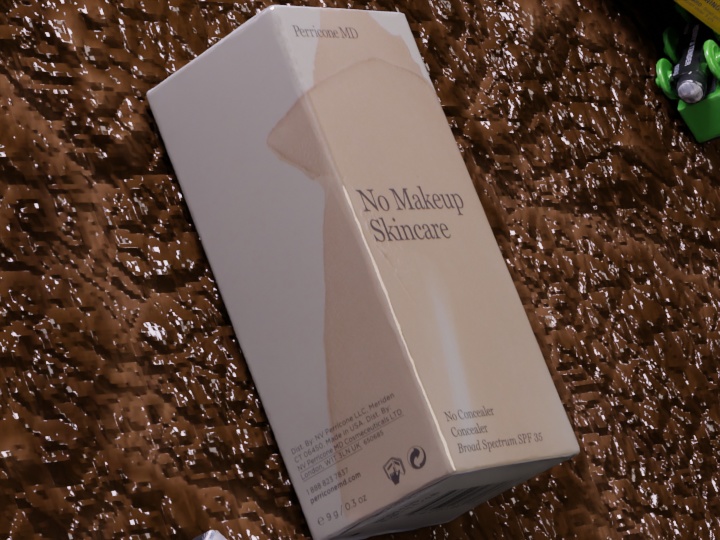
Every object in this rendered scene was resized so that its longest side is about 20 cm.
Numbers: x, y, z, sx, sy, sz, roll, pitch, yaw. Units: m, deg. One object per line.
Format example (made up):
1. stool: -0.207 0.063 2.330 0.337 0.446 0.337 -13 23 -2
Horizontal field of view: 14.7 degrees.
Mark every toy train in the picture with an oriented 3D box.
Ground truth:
1. toy train: 0.198 -0.142 1.508 0.056 0.042 0.200 54 33 -26

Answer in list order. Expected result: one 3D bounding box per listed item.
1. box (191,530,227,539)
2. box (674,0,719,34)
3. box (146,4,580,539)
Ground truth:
1. box: -0.076 0.164 0.780 0.117 0.200 0.060 43 37 -21
2. box: 0.193 -0.250 1.407 0.200 0.193 0.122 35 39 -8
3. box: 0.000 0.000 1.110 0.095 0.078 0.201 -6 70 -53
